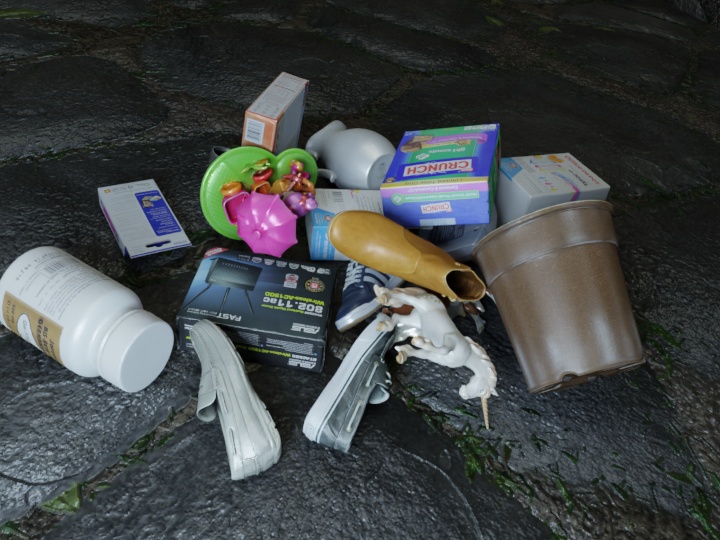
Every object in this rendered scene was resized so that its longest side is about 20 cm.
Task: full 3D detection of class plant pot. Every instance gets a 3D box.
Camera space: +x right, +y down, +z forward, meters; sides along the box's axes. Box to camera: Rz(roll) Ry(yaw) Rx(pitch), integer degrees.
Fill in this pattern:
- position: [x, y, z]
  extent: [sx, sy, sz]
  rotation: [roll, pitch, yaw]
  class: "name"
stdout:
- position: [0.264, 0.045, 0.821]
  extent: [0.195, 0.201, 0.203]
  rotation: [-6, 71, -19]
  class: "plant pot"

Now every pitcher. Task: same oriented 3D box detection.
- position: [-0.034, -0.194, 1.150]
  extent: [0.170, 0.123, 0.199]
  rotation: [-31, 41, -23]
  class: "pitcher"

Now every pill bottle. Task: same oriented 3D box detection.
- position: [-0.329, 0.061, 0.758]
  extent: [0.197, 0.116, 0.114]
  rotation: [25, 40, 19]
  class: "pill bottle"

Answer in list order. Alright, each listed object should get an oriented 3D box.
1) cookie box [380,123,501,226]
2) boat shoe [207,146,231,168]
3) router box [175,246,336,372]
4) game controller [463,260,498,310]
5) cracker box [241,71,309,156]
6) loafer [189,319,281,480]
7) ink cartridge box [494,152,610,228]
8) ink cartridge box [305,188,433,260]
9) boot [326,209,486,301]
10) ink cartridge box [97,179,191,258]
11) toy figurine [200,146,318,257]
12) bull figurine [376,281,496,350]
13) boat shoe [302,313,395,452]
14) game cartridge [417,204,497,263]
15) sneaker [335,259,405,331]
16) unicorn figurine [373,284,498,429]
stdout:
- position: [0.135, -0.155, 1.005]
  extent: [0.167, 0.077, 0.202]
  rotation: [-1, 36, 19]
  class: "cookie box"
- position: [-0.182, -0.174, 1.126]
  extent: [0.195, 0.058, 0.067]
  rotation: [14, 38, 5]
  class: "boat shoe"
- position: [-0.136, 0.049, 0.857]
  extent: [0.195, 0.063, 0.152]
  rotation: [9, 40, -1]
  class: "router box"
- position: [0.250, 0.027, 0.957]
  extent: [0.104, 0.042, 0.199]
  rotation: [-39, 63, -19]
  class: "game controller"
- position: [-0.149, -0.239, 1.075]
  extent: [0.056, 0.136, 0.201]
  rotation: [17, 35, 2]
  class: "cracker box"
- position: [-0.159, 0.143, 0.721]
  extent: [0.069, 0.071, 0.201]
  rotation: [-21, 56, -24]
  class: "loafer"
- position: [0.331, -0.121, 1.119]
  extent: [0.195, 0.127, 0.129]
  rotation: [-9, 41, -22]
  class: "ink cartridge box"
- position: [0.011, -0.076, 1.039]
  extent: [0.195, 0.069, 0.116]
  rotation: [0, 39, -11]
  class: "ink cartridge box"
- position: [0.065, -0.018, 0.820]
  extent: [0.198, 0.072, 0.143]
  rotation: [19, 7, -36]
  class: "boot"
- position: [-0.343, -0.076, 0.990]
  extent: [0.093, 0.038, 0.200]
  rotation: [-15, 42, -29]
  class: "ink cartridge box"
- position: [-0.124, -0.095, 0.923]
  extent: [0.196, 0.153, 0.184]
  rotation: [-24, 32, -14]
  class: "toy figurine"
- position: [0.113, 0.060, 0.898]
  extent: [0.121, 0.066, 0.199]
  rotation: [36, 51, 20]
  class: "bull figurine"
- position: [0.005, 0.142, 0.780]
  extent: [0.070, 0.073, 0.201]
  rotation: [28, 52, 11]
  class: "boat shoe"
- position: [0.160, -0.073, 1.040]
  extent: [0.131, 0.041, 0.202]
  rotation: [-22, 27, 29]
  class: "game cartridge"
- position: [0.000, 0.000, 0.905]
  extent: [0.110, 0.069, 0.200]
  rotation: [56, 39, -6]
  class: "sneaker"
- position: [0.096, 0.089, 0.779]
  extent: [0.135, 0.074, 0.203]
  rotation: [7, 50, -34]
  class: "unicorn figurine"
